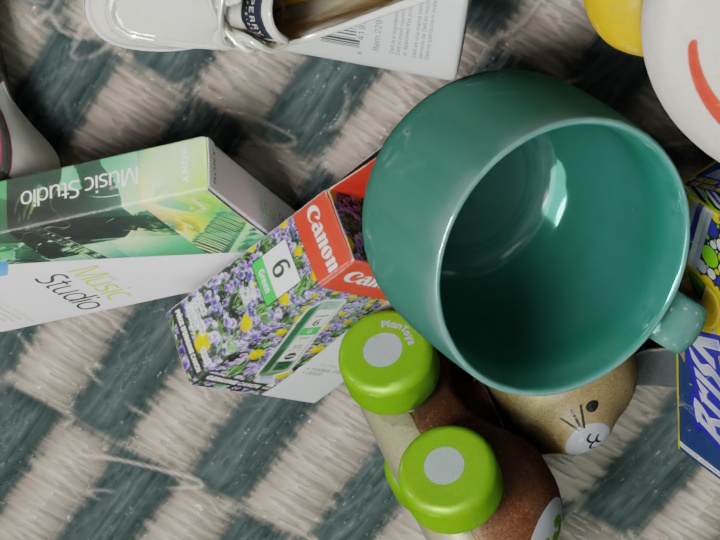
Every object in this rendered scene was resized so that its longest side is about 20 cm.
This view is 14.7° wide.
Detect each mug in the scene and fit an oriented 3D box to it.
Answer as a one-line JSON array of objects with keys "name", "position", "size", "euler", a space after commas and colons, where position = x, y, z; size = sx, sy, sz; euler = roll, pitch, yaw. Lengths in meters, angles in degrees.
[{"name": "mug", "position": [0.082, -0.014, 1.448], "size": [0.152, 0.114, 0.185], "euler": [-31, 124, -14]}]

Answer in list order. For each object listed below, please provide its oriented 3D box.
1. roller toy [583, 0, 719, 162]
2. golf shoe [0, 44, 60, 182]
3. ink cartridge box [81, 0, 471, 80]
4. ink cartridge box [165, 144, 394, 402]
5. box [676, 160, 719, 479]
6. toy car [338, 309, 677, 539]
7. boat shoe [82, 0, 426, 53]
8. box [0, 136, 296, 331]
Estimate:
[{"name": "roller toy", "position": [0.230, -0.139, 1.376], "size": [0.200, 0.140, 0.182], "euler": [39, 122, -17]}, {"name": "golf shoe", "position": [-0.218, -0.111, 1.519], "size": [0.088, 0.077, 0.200], "euler": [-48, 130, -2]}, {"name": "ink cartridge box", "position": [-0.036, -0.192, 1.421], "size": [0.200, 0.088, 0.145], "euler": [9, 126, 2]}, {"name": "ink cartridge box", "position": [0.000, 0.000, 1.541], "size": [0.200, 0.050, 0.109], "euler": [-36, 151, 30]}, {"name": "box", "position": [0.216, 0.030, 1.516], "size": [0.070, 0.064, 0.200], "euler": [38, 148, 38]}, {"name": "toy car", "position": [0.110, 0.080, 1.562], "size": [0.200, 0.158, 0.164], "euler": [-27, 148, -3]}, {"name": "boat shoe", "position": [-0.047, -0.139, 1.365], "size": [0.200, 0.070, 0.071], "euler": [-8, 123, 15]}, {"name": "box", "position": [-0.146, -0.018, 1.551], "size": [0.200, 0.036, 0.144], "euler": [-13, 159, 18]}]
